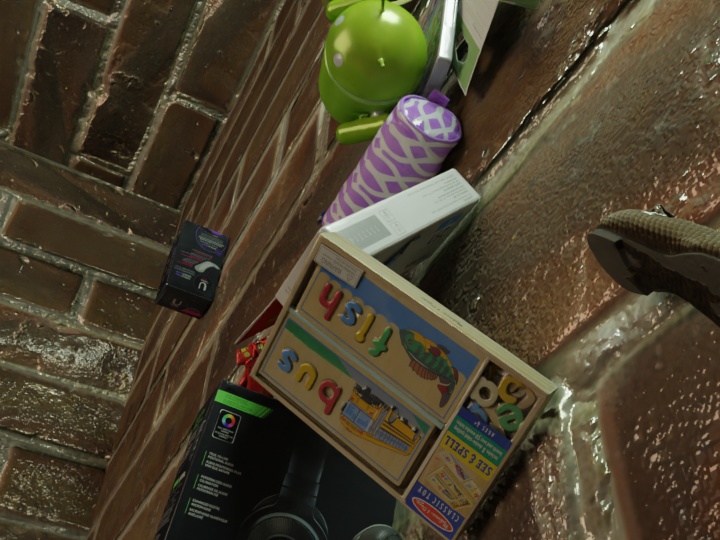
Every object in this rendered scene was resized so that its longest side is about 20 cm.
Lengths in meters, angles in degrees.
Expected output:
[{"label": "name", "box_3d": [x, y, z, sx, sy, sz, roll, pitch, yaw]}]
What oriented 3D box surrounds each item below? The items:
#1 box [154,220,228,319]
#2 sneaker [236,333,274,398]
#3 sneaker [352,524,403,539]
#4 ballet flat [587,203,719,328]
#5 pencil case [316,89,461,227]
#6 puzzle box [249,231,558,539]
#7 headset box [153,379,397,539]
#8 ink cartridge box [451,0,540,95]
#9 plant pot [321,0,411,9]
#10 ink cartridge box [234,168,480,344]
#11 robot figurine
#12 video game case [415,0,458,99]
[{"label": "box", "box_3d": [-0.414, -0.002, 1.957, 0.106, 0.122, 0.200, -47, 28, 47]}, {"label": "sneaker", "box_3d": [-0.121, 0.115, 1.058, 0.200, 0.085, 0.077, -63, 20, 18]}, {"label": "sneaker", "box_3d": [0.023, 0.268, 0.537, 0.079, 0.075, 0.200, -27, 40, 32]}, {"label": "ballet flat", "box_3d": [0.180, -0.001, 0.393, 0.046, 0.067, 0.200, -35, 16, -3]}, {"label": "pencil case", "box_3d": [0.032, -0.100, 0.879, 0.200, 0.084, 0.086, -52, 1, 38]}, {"label": "puzzle box", "box_3d": [0.021, 0.080, 0.568, 0.025, 0.200, 0.133, -11, -48, -61]}, {"label": "headset box", "box_3d": [-0.069, 0.207, 0.644, 0.093, 0.174, 0.200, -50, 20, 55]}, {"label": "ink cartridge box", "box_3d": [0.146, -0.297, 0.824, 0.146, 0.048, 0.200, -97, 17, -56]}, {"label": "plant pot", "box_3d": [0.007, -0.464, 1.211, 0.184, 0.200, 0.201, 162, 128, -81]}, {"label": "ink cartridge box", "box_3d": [0.000, 0.000, 0.724, 0.200, 0.045, 0.176, -28, -17, -47]}, {"label": "robot figurine", "box_3d": [0.013, -0.233, 0.917, 0.200, 0.115, 0.176, 129, 139, -79]}, {"label": "video game case", "box_3d": [0.087, -0.267, 0.944, 0.143, 0.018, 0.200, 111, 170, -56]}]
